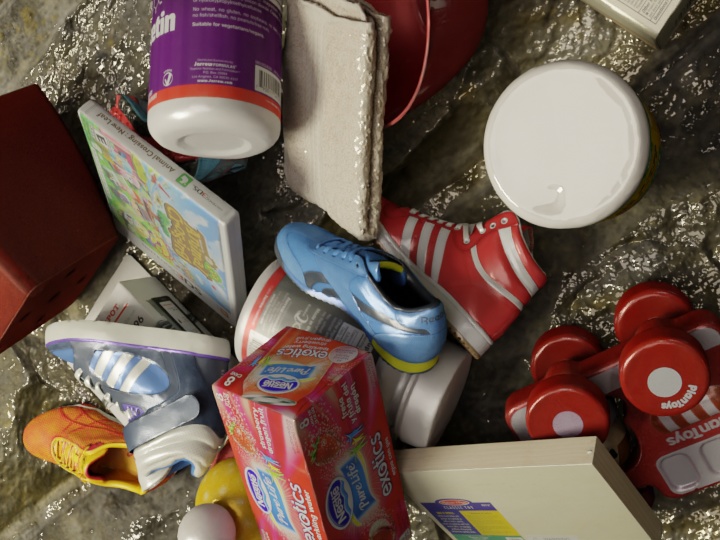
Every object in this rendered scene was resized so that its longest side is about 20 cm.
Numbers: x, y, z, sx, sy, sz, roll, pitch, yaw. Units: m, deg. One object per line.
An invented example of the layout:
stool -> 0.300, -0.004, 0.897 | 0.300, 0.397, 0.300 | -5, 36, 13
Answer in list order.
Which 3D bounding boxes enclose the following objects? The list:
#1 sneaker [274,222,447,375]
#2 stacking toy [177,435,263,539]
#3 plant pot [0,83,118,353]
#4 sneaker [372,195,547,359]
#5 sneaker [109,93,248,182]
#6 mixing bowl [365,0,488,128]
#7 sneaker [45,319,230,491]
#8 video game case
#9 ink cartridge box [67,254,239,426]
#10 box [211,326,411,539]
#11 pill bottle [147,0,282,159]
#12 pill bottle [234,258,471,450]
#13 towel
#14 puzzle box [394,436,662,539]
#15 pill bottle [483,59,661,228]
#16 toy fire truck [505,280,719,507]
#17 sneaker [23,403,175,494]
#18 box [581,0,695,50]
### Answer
sneaker -> 0.000, 0.000, 0.744 | 0.199, 0.065, 0.079 | 39, 140, 33
stacking toy -> -0.105, 0.209, 0.810 | 0.144, 0.199, 0.149 | 2, 95, 21
plant pot -> -0.369, -0.034, 0.888 | 0.176, 0.200, 0.200 | 46, 126, 0
sneaker -> 0.080, -0.029, 0.783 | 0.112, 0.071, 0.200 | -42, 62, 2
sneaker -> -0.183, -0.126, 0.878 | 0.199, 0.094, 0.081 | 28, 117, 44
mixing bowl -> 0.037, -0.230, 0.738 | 0.200, 0.107, 0.203 | 37, 137, 46
sneaker -> -0.218, 0.129, 0.827 | 0.196, 0.081, 0.149 | 4, 79, 14
video game case -> -0.182, -0.046, 0.839 | 0.181, 0.201, 0.022 | 37, 64, 15
ink cartridge box -> -0.224, 0.090, 0.917 | 0.200, 0.068, 0.117 | 42, 107, 14
box -> -0.035, 0.161, 0.727 | 0.099, 0.095, 0.203 | 14, 128, 40
pill bottle -> -0.121, -0.204, 0.745 | 0.111, 0.112, 0.204 | -4, 80, 22
pill bottle -> -0.005, 0.076, 0.803 | 0.198, 0.114, 0.116 | 24, 104, 18
towel -> -0.024, -0.136, 0.749 | 0.132, 0.034, 0.203 | 39, 136, 46
puzzle box -> 0.133, 0.190, 0.735 | 0.198, 0.026, 0.133 | -12, 132, 38
pill bottle -> 0.169, -0.091, 0.669 | 0.111, 0.199, 0.115 | 2, 95, 22
toy fire truck -> 0.230, 0.122, 0.724 | 0.198, 0.112, 0.169 | -30, 102, 23
sneaker -> -0.293, 0.192, 0.952 | 0.197, 0.077, 0.074 | 5, 99, 23
box -> 0.185, -0.274, 0.711 | 0.199, 0.078, 0.096 | 40, 108, 14
